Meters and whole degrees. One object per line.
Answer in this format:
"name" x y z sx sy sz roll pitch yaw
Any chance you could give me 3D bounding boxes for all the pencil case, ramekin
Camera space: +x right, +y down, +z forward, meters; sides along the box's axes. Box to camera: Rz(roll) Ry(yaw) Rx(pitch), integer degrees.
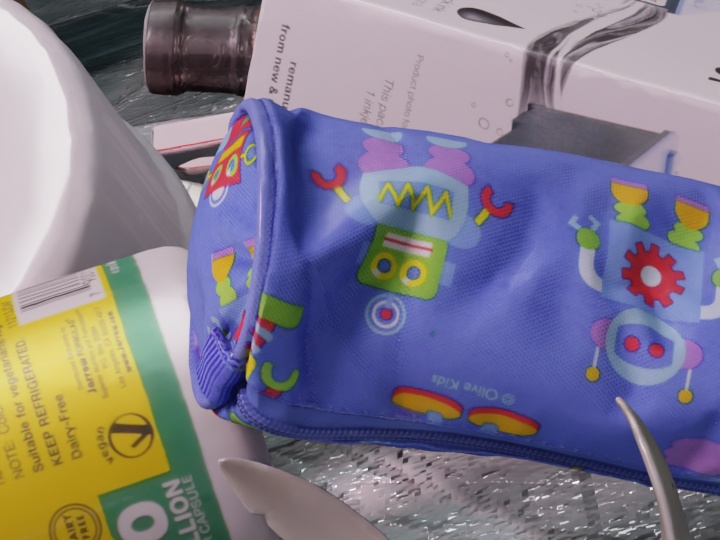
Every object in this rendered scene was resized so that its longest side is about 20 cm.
"pencil case" 0.055 0.016 0.700 0.199 0.087 0.078 11 -33 -9
"ramekin" -0.155 0.000 0.906 0.200 0.098 0.201 -7 58 11

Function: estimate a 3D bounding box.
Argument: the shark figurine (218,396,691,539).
"shark figurine" 0.050 0.070 0.614 0.128 0.090 0.214 -19 14 -14

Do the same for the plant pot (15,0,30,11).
"plant pot" -0.337 -0.147 1.905 0.175 0.201 0.200 -41 21 -21

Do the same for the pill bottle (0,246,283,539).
"pill bottle" -0.123 0.075 0.757 0.199 0.113 0.113 -18 12 -6

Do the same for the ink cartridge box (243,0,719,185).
"ink cartridge box" 0.079 -0.045 0.879 0.199 0.086 0.146 15 22 14

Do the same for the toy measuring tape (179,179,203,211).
"toy measuring tape" 0.000 0.000 0.960 0.199 0.074 0.074 10 23 23

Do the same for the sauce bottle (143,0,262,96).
"sauce bottle" 0.009 -0.091 1.188 0.199 0.065 0.065 4 15 6

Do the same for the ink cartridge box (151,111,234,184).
"ink cartridge box" -0.012 -0.049 1.127 0.199 0.045 0.176 -7 -16 38
